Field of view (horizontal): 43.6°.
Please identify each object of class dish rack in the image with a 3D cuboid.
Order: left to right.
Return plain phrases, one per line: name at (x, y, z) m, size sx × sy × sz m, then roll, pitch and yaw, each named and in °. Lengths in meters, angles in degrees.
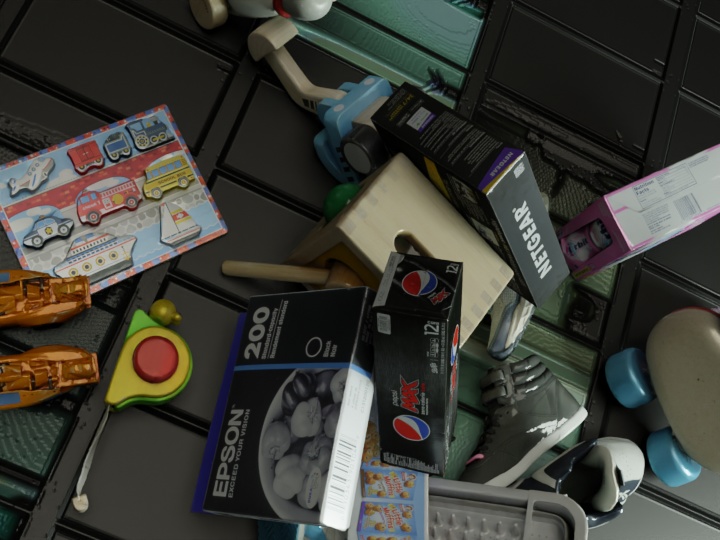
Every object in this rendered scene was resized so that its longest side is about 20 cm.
dish rack at (0.092, 0.268, 0.781) m, size 0.196 × 0.044 × 0.173 m, roll 4°, pitch 47°, yaw 17°

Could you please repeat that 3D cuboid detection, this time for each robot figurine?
robot figurine at (-0.336, 0.063, 0.794) m, size 0.196 × 0.058 × 0.148 m, roll -7°, pitch 81°, yaw -19°

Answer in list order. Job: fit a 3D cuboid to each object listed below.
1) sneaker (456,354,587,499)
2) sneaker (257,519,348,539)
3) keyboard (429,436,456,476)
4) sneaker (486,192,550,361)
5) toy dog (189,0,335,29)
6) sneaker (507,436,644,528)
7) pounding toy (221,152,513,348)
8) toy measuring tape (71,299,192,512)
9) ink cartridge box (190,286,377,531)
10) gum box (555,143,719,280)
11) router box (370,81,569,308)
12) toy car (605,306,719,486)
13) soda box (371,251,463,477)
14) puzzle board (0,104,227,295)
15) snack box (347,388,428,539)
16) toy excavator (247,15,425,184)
sneaker at (0.135, 0.159, 0.911) m, size 0.198 × 0.071 × 0.100 m, roll -32°, pitch 82°, yaw -29°
sneaker at (-0.040, 0.253, 0.812) m, size 0.079 × 0.076 × 0.205 m, roll -7°, pitch 93°, yaw -34°
keyboard at (-0.006, 0.174, 0.887) m, size 0.196 × 0.040 × 0.105 m, roll -9°, pitch 52°, yaw -18°
sneaker at (0.146, 0.000, 0.970) m, size 0.084 × 0.078 × 0.203 m, roll 13°, pitch 62°, yaw 0°
toy dog at (-0.102, -0.309, 0.925) m, size 0.132 × 0.197 × 0.098 m, roll -48°, pitch 130°, yaw -43°
sneaker at (0.236, 0.206, 0.882) m, size 0.196 × 0.129 × 0.081 m, roll -6°, pitch 73°, yaw -29°
pounding toy at (0.000, 0.000, 0.869) m, size 0.200 × 0.184 × 0.143 m, roll 45°, pitch 65°, yaw -8°
toy measuring tape at (-0.198, 0.123, 0.817) m, size 0.072 × 0.074 × 0.204 m, roll 18°, pitch 68°, yaw -11°
ink cartridge box at (-0.076, 0.117, 0.793) m, size 0.043 × 0.197 × 0.202 m, roll 31°, pitch 61°, yaw -42°
gum box at (0.322, -0.063, 1.012) m, size 0.197 × 0.114 × 0.067 m, roll -23°, pitch 80°, yaw -23°
router box at (0.107, -0.068, 0.853) m, size 0.052 × 0.201 × 0.157 m, roll -45°, pitch 52°, yaw -7°
toy car at (0.404, 0.110, 0.979) m, size 0.198 × 0.183 × 0.179 m, roll -17°, pitch 77°, yaw -50°
soda box at (0.050, 0.083, 0.767) m, size 0.062 × 0.203 × 0.071 m, roll 9°, pitch 43°, yaw 12°
puzzle board at (-0.249, -0.066, 0.889) m, size 0.197 × 0.017 × 0.153 m, roll -26°, pitch 82°, yaw -22°
snack box at (0.028, 0.175, 0.837) m, size 0.070 × 0.025 × 0.202 m, roll 4°, pitch 44°, yaw 1°
toy excavator at (-0.024, -0.163, 0.952) m, size 0.100 × 0.198 × 0.197 m, roll -43°, pitch 132°, yaw -25°
